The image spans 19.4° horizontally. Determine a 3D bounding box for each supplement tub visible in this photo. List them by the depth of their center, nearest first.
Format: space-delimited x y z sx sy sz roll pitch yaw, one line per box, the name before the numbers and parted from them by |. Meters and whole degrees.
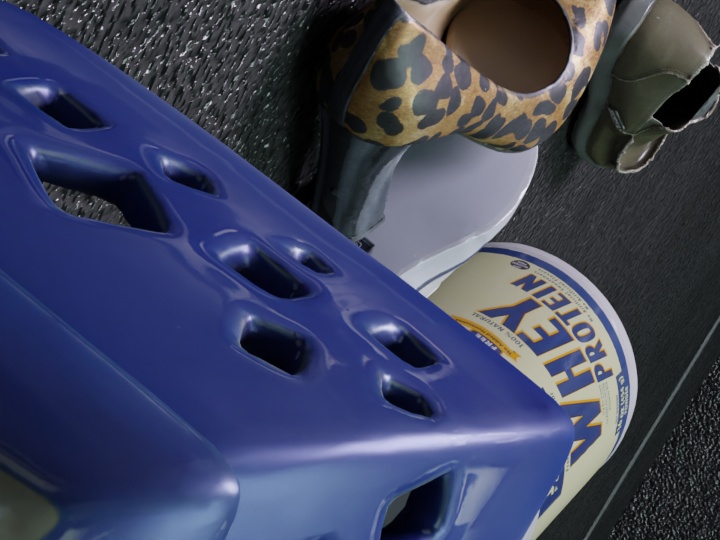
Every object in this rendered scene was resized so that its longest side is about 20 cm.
supplement tub | 0.043 0.081 1.078 0.200 0.145 0.145 -36 156 -55

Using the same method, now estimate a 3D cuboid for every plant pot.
plant pot | -0.102 0.061 0.453 0.200 0.200 0.180 -59 159 12

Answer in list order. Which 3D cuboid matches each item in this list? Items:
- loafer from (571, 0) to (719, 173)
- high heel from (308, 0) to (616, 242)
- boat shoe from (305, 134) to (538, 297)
loafer | 0.176 -0.101 1.273 0.075 0.070 0.200 -54 166 -10
high heel | 0.057 -0.105 0.859 0.200 0.071 0.143 -43 164 -25
boat shoe | 0.000 0.000 0.920 0.200 0.071 0.070 -47 173 -26
